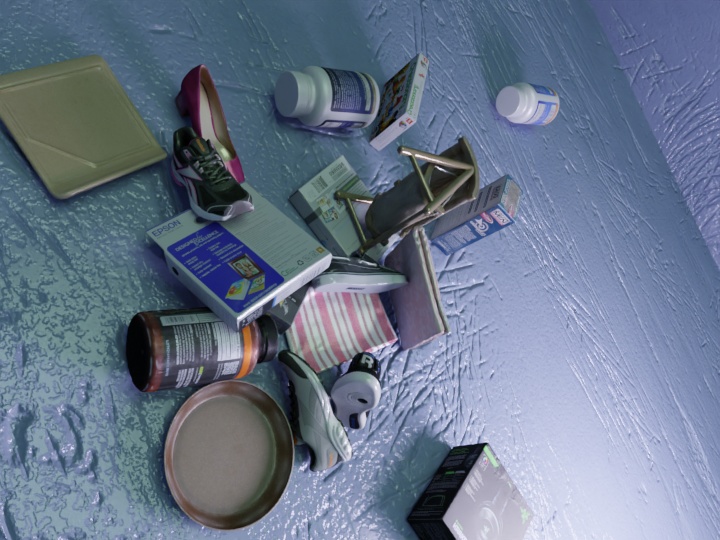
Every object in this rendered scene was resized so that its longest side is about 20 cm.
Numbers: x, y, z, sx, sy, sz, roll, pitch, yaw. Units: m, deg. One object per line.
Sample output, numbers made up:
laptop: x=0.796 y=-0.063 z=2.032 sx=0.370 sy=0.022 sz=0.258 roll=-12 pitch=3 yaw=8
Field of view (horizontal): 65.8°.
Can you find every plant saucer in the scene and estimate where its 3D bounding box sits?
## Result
plant saucer: x=-0.186 y=0.260 z=0.794 sx=0.198 sy=0.032 sz=0.203 roll=17 pitch=61 yaw=-33

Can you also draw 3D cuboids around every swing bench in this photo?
swing bench: x=0.097 y=-0.140 z=1.037 sx=0.198 sy=0.198 sz=0.131 roll=-18 pitch=83 yaw=-43

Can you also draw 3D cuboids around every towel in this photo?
towel: x=-0.040 y=0.087 z=0.968 sx=0.198 sy=0.030 sz=0.148 roll=-17 pitch=82 yaw=-30
towel: x=0.097 y=0.039 z=1.018 sx=0.032 sy=0.200 sz=0.194 roll=-10 pitch=77 yaw=-17

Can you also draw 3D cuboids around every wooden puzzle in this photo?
wooden puzzle: x=-0.412 y=-0.213 z=0.813 sx=0.185 sy=0.037 sz=0.201 roll=-37 pitch=92 yaw=-42

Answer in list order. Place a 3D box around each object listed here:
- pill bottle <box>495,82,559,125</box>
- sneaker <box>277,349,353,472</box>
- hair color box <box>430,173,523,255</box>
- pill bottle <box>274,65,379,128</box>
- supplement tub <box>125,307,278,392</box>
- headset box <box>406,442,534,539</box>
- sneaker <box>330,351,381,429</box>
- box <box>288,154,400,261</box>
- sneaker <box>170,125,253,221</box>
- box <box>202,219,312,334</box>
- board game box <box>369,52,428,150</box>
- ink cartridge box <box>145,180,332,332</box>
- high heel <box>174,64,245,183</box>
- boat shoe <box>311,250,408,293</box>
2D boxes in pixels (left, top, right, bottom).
pill bottle: x=0.483 y=-0.486 z=1.622 sx=0.198 sy=0.112 sz=0.114 roll=-9 pitch=77 yaw=-41
sneaker: x=-0.083 y=0.218 z=0.867 sx=0.079 sy=0.074 sz=0.203 roll=-25 pitch=90 yaw=-18
hair color box: x=0.249 y=-0.116 z=1.205 sx=0.060 sy=0.199 sz=0.101 roll=39 pitch=51 yaw=-19
pill bottle: x=-0.066 y=-0.342 z=1.102 sx=0.198 sy=0.111 sz=0.113 roll=-10 pitch=78 yaw=-42
supplement tub: x=-0.217 y=0.105 z=0.786 sx=0.198 sy=0.106 sz=0.109 roll=-1 pitch=72 yaw=-40
headset box: x=0.205 y=0.439 z=1.002 sx=0.200 sy=0.092 sz=0.175 roll=-38 pitch=98 yaw=-43
sneaker: x=-0.001 y=0.168 z=0.889 sx=0.072 sy=0.201 sz=0.113 roll=18 pitch=57 yaw=2
box: x=-0.025 y=-0.104 z=1.081 sx=0.201 sy=0.041 sz=0.156 roll=51 pitch=48 yaw=-9
sneaker: x=-0.234 y=-0.149 z=0.831 sx=0.080 sy=0.087 sz=0.199 roll=-30 pitch=52 yaw=-33
box: x=-0.170 y=-0.017 z=0.898 sx=0.199 sy=0.048 sz=0.160 roll=34 pitch=52 yaw=-13
board game box: x=0.087 y=-0.374 z=1.233 sx=0.034 sy=0.126 sz=0.202 roll=31 pitch=54 yaw=-25
ink cartridge box: x=-0.177 y=-0.030 z=0.827 sx=0.199 sy=0.044 sz=0.197 roll=40 pitch=49 yaw=16
high heel: x=-0.235 y=-0.232 z=0.923 sx=0.067 sy=0.095 sz=0.202 roll=-24 pitch=87 yaw=-43
boat shoe: x=0.000 y=0.000 z=0.950 sx=0.198 sy=0.071 sz=0.069 roll=2 pitch=73 yaw=-36
